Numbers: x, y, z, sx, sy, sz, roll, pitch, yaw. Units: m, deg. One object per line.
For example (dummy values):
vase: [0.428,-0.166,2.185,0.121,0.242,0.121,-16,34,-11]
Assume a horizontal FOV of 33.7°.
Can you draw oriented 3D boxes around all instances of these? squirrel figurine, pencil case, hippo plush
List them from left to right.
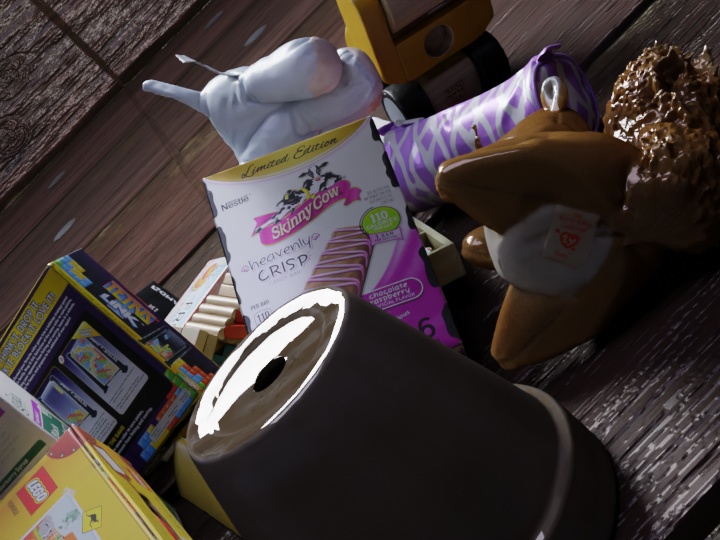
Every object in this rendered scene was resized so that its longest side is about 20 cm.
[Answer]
hippo plush: [-0.062,-0.103,1.036,0.159,0.199,0.162,-19,74,54]
pencil case: [0.099,-0.111,0.978,0.200,0.086,0.084,-18,1,44]
squirrel figurine: [0.152,-0.060,0.776,0.199,0.142,0.187,-21,18,18]

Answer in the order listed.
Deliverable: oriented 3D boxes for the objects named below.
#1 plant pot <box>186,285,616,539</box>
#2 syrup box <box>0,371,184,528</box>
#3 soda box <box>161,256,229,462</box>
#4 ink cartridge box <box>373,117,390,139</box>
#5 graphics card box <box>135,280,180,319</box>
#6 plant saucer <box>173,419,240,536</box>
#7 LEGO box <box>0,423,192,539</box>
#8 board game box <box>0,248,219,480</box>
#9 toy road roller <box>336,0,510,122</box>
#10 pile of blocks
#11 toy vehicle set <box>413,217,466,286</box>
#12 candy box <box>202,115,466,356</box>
plant pot: [0.006,0.107,0.644,0.200,0.174,0.200,-38,22,18]
syrup box: [-0.233,0.172,0.919,0.081,0.200,0.079,-47,21,-5]
soda box: [-0.163,0.082,1.128,0.200,0.068,0.064,-56,23,-22]
ink cartridge box: [-0.004,-0.085,1.169,0.163,0.057,0.200,-55,19,-23]
graphics card box: [-0.251,0.097,1.171,0.126,0.051,0.200,-57,-3,22]
plant saucer: [-0.066,0.105,0.944,0.200,0.048,0.200,-52,23,-15]
LEGO box: [-0.179,0.224,0.792,0.149,0.077,0.200,-47,48,-5]
board game box: [-0.237,0.110,1.016,0.200,0.165,0.057,-51,-5,24]
toy road roller: [0.040,-0.235,1.123,0.123,0.200,0.146,-34,44,-10]
pile of blocks: [-0.097,0.043,1.073,0.062,0.082,0.200,7,41,42]
toy vehicle set: [0.000,0.000,0.962,0.124,0.027,0.200,-27,15,-5]
candy box: [-0.020,0.003,0.837,0.136,0.061,0.201,-21,59,0]
